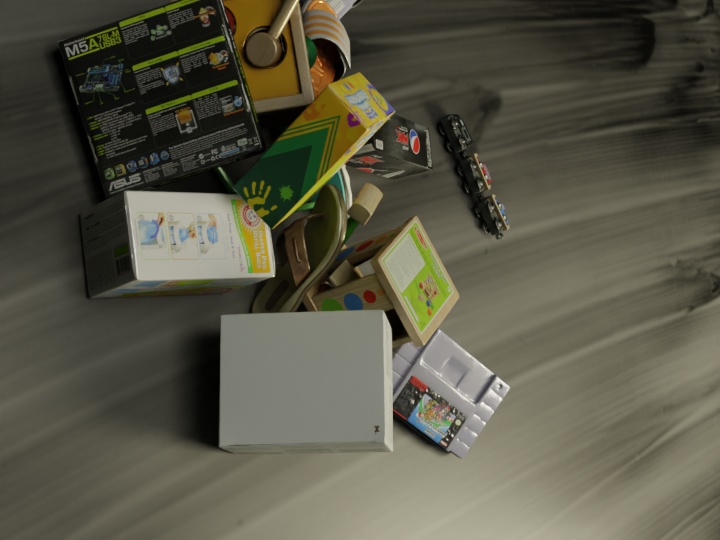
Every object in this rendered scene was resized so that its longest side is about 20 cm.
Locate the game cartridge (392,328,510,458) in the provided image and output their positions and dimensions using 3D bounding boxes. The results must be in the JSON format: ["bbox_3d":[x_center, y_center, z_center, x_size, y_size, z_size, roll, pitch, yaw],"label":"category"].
[{"bbox_3d":[0.107,0.162,1.744,0.199,0.038,0.131,38,80,-31],"label":"game cartridge"}]

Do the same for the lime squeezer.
[{"bbox_3d":[-0.127,-0.095,1.626,0.198,0.038,0.072,21,54,-22],"label":"lime squeezer"}]

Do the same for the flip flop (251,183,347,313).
[{"bbox_3d":[-0.083,-0.018,1.573,0.057,0.081,0.201,25,107,-37],"label":"flip flop"}]

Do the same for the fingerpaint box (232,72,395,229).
[{"bbox_3d":[-0.052,-0.149,1.521,0.073,0.167,0.200,45,17,-2],"label":"fingerpaint box"}]

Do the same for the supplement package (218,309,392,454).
[{"bbox_3d":[-0.063,0.135,1.515,0.111,0.196,0.159,66,22,-76],"label":"supplement package"}]

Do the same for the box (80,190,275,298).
[{"bbox_3d":[-0.212,-0.030,1.490,0.198,0.112,0.103,-1,79,-41],"label":"box"}]

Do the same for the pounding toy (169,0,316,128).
[{"bbox_3d":[-0.126,-0.278,1.545,0.197,0.142,0.187,-9,86,-6],"label":"pounding toy"}]

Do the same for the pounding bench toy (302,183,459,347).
[{"bbox_3d":[0.000,0.000,1.634,0.202,0.154,0.124,61,37,-15],"label":"pounding bench toy"}]

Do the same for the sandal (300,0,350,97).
[{"bbox_3d":[-0.046,-0.273,1.660,0.079,0.059,0.210,27,57,-32],"label":"sandal"}]

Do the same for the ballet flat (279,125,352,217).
[{"bbox_3d":[-0.056,-0.158,1.695,0.069,0.069,0.202,-36,103,-40],"label":"ballet flat"}]

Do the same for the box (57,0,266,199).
[{"bbox_3d":[-0.230,-0.203,1.476,0.048,0.197,0.196,-16,88,-85],"label":"box"}]

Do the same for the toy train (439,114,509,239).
[{"bbox_3d":[0.173,-0.142,1.908,0.046,0.034,0.202,-35,103,-53],"label":"toy train"}]

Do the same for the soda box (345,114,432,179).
[{"bbox_3d":[0.028,-0.171,1.716,0.199,0.070,0.064,9,72,-64],"label":"soda box"}]

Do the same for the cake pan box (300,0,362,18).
[{"bbox_3d":[-0.053,-0.458,1.768,0.201,0.052,0.185,52,54,-20],"label":"cake pan box"}]
